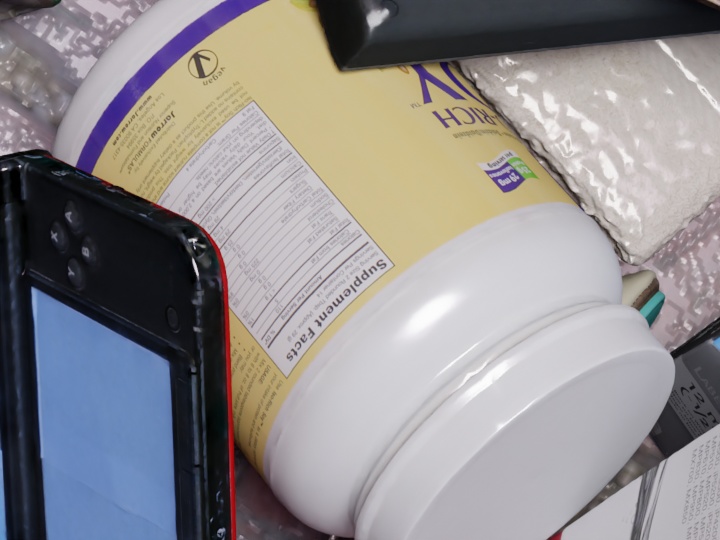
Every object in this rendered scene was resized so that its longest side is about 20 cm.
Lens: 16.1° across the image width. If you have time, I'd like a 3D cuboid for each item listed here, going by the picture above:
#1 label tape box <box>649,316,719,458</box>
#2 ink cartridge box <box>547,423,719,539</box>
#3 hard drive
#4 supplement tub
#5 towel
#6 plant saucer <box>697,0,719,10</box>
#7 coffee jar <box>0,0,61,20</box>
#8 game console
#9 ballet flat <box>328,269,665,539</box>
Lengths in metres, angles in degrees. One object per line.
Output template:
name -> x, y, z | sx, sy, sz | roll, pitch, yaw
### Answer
label tape box -> 0.189, 0.015, 0.926 | 0.143, 0.200, 0.066 | -34, 84, -13
ink cartridge box -> 0.150, 0.128, 0.860 | 0.146, 0.200, 0.083 | 21, 60, -14
hard drive -> 0.064, -0.147, 0.898 | 0.199, 0.033, 0.140 | -8, 72, -29
supplement tub -> 0.000, 0.000, 0.890 | 0.145, 0.146, 0.200 | -35, 66, -13
towel -> 0.081, -0.113, 0.956 | 0.132, 0.034, 0.200 | -42, 90, -13
plant saucer -> 0.131, -0.167, 0.899 | 0.199, 0.037, 0.202 | 10, 65, -21
coffee jar -> -0.151, -0.199, 0.936 | 0.085, 0.104, 0.202 | -1, 83, 15
game console -> -0.135, 0.071, 0.866 | 0.118, 0.172, 0.201 | -17, 116, -35
ballet flat -> 0.039, 0.069, 0.964 | 0.069, 0.069, 0.201 | 36, 78, -5
